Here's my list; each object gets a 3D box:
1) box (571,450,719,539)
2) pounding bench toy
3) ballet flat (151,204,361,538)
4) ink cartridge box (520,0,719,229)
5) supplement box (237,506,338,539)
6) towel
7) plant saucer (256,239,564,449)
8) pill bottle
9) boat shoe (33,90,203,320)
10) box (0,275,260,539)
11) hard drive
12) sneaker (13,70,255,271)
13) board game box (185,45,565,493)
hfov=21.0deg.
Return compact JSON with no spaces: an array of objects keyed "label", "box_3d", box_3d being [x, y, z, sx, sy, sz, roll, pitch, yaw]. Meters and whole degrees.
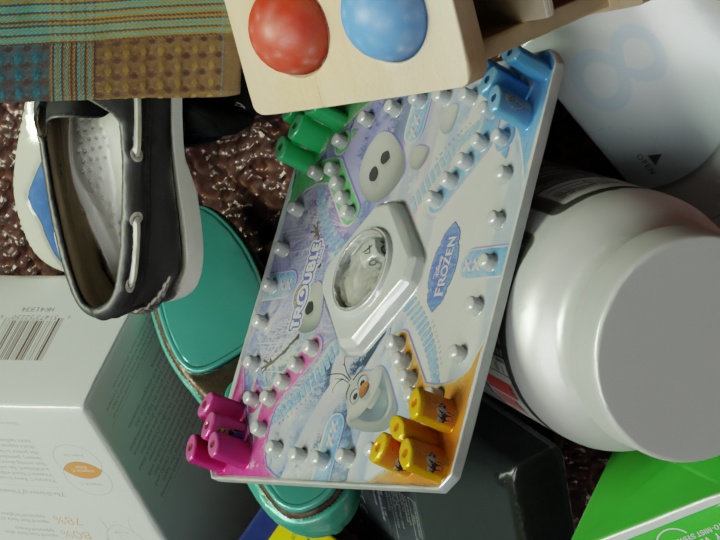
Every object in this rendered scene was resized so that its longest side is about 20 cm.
[{"label":"box","box_3d":[0.208,0.121,0.900,0.096,0.200,0.177,-28,107,36]},{"label":"pounding bench toy","box_3d":[0.012,-0.183,0.809,0.123,0.155,0.202,-3,107,43]},{"label":"ballet flat","box_3d":[-0.057,0.058,1.015,0.201,0.067,0.071,61,176,29]},{"label":"ink cartridge box","box_3d":[0.194,-0.096,0.866,0.199,0.047,0.160,-34,101,39]},{"label":"supplement box","box_3d":[0.005,0.225,1.029,0.199,0.109,0.110,35,171,11]},{"label":"towel","box_3d":[-0.116,-0.169,0.846,0.145,0.022,0.202,-2,119,-14]},{"label":"plant saucer","box_3d":[0.021,0.054,1.056,0.198,0.030,0.202,12,123,19]},{"label":"pill bottle","box_3d":[0.103,0.016,0.876,0.117,0.115,0.200,61,168,-18]},{"label":"boat shoe","box_3d":[-0.127,-0.076,0.928,0.073,0.060,0.202,1,105,37]},{"label":"box","box_3d":[-0.149,0.105,1.095,0.123,0.098,0.201,0,135,25]},{"label":"hard drive","box_3d":[0.040,0.111,0.974,0.200,0.033,0.141,33,141,53]},{"label":"sneaker","box_3d":[-0.113,-0.071,1.010,0.110,0.077,0.202,24,121,22]},{"label":"board game box","box_3d":[0.000,0.000,0.898,0.026,0.202,0.199,24,163,-31]}]
